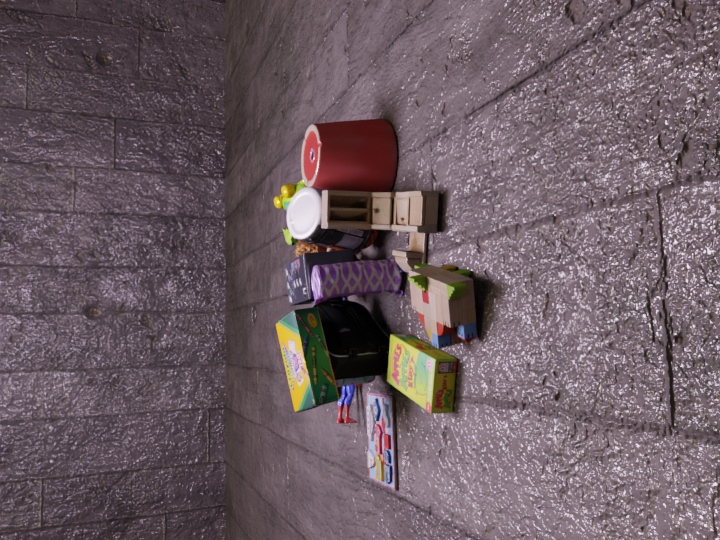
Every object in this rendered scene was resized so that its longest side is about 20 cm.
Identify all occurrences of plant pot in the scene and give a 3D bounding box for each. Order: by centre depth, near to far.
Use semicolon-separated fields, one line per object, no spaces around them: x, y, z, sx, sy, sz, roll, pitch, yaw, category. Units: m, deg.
-0.033;-0.256;1.469;0.200;0.176;0.202;-179;90;-68;plant pot

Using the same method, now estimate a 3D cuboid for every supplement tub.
-0.058;-0.111;1.451;0.122;0.199;0.123;-9;77;41;supplement tub

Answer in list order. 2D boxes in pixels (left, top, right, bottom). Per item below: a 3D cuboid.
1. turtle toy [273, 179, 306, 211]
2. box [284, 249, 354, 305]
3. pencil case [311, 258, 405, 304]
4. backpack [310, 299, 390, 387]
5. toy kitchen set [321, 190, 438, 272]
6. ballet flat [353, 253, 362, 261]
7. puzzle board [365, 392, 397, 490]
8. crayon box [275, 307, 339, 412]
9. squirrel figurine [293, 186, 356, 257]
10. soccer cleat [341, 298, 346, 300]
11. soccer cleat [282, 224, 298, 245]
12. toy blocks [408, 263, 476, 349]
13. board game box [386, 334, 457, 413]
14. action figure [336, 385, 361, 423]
-0.154;-0.208;1.849;0.102;0.145;0.200;66;151;7;turtle toy
-0.096;0.019;1.504;0.200;0.121;0.107;158;105;-70;box
-0.007;0.024;1.373;0.084;0.199;0.086;117;147;-66;pencil case
-0.037;0.162;1.456;0.200;0.177;0.151;59;141;41;backpack
0.035;-0.077;1.284;0.200;0.179;0.164;-166;77;-69;toy kitchen set
0.000;0.000;1.516;0.200;0.068;0.068;-131;44;-58;ballet flat
0.044;0.384;1.459;0.151;0.017;0.201;161;109;-67;puzzle board
-0.115;0.190;1.359;0.119;0.058;0.201;-35;66;58;crayon box
-0.087;-0.094;1.659;0.200;0.141;0.187;-54;55;29;squirrel figurine
-0.061;0.141;1.675;0.084;0.064;0.201;-28;64;53;soccer cleat
-0.158;-0.156;1.771;0.200;0.067;0.081;-52;55;31;soccer cleat
0.146;0.073;1.139;0.200;0.099;0.138;-156;57;-67;toy blocks
0.115;0.196;1.246;0.200;0.047;0.102;-160;72;-67;board game box
-0.028;0.280;1.604;0.065;0.051;0.201;-28;58;59;action figure
